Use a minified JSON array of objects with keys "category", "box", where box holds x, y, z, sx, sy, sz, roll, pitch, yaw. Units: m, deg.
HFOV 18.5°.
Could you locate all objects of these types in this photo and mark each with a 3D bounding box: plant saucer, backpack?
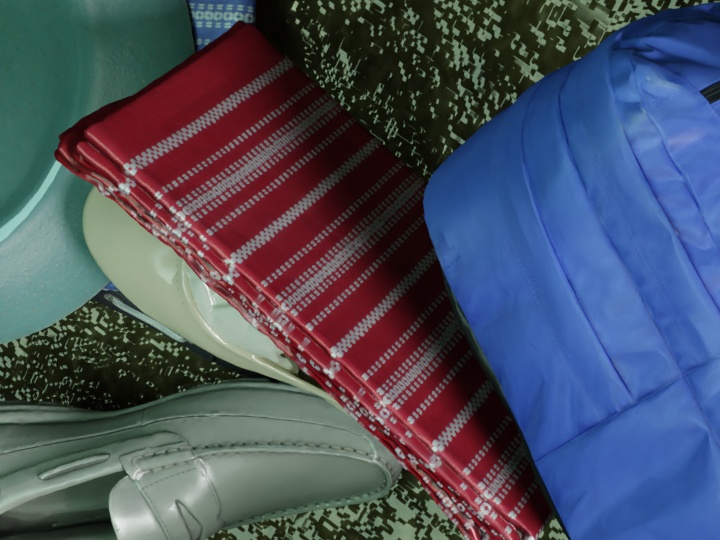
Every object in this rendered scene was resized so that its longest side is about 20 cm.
[{"category":"plant saucer","box":[-0.160,-0.070,0.841,0.200,0.036,0.200,-2,85,21]},{"category":"backpack","box":[0.134,0.008,0.707,0.168,0.162,0.200,-39,74,32]}]

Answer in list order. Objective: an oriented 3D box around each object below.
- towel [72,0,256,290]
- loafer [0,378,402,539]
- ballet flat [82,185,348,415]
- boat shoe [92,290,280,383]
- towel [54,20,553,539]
[{"category":"towel","box":[-0.105,-0.093,0.853,0.145,0.024,0.200,5,87,22]},{"category":"loafer","box":[-0.081,0.087,0.865,0.200,0.070,0.070,-6,141,8]},{"category":"ballet flat","box":[-0.006,0.018,0.796,0.200,0.070,0.070,29,119,-15]},{"category":"boat shoe","box":[-0.076,0.003,0.873,0.200,0.063,0.073,23,113,22]},{"category":"towel","box":[0.000,0.000,0.754,0.200,0.145,0.022,43,119,1]}]
